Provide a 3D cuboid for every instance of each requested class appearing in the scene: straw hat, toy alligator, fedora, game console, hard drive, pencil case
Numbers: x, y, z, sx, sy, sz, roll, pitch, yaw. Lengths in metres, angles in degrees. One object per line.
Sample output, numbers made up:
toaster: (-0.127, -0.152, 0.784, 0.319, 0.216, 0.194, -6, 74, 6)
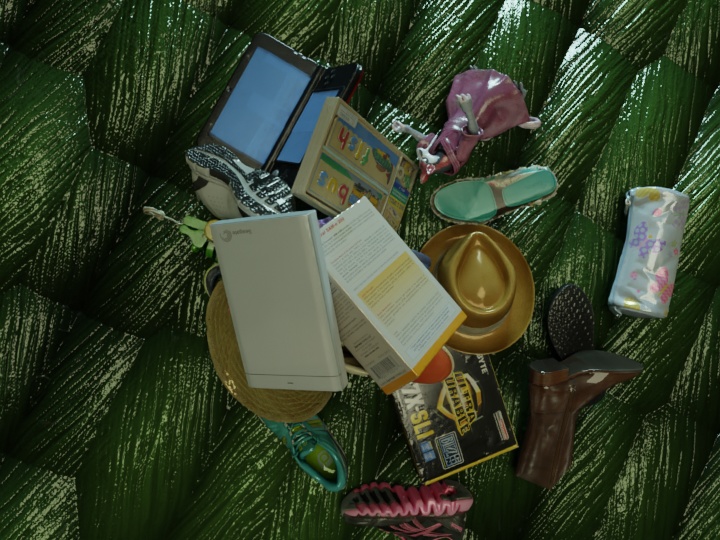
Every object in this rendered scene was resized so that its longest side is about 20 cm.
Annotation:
straw hat: (-0.099, 0.084, 0.697, 0.198, 0.085, 0.205, 8, 110, 21)
toy alligator: (-0.211, -0.042, 0.763, 0.197, 0.059, 0.055, 12, 83, -7)
fedora: (0.166, 0.014, 0.772, 0.197, 0.082, 0.204, 0, 70, 0)
game console: (-0.116, -0.224, 0.752, 0.118, 0.172, 0.202, 30, 87, -32)
hard drive: (-0.092, 0.039, 0.615, 0.130, 0.027, 0.203, -3, 106, 25)
pencil case: (0.441, -0.026, 0.833, 0.089, 0.083, 0.204, 10, 89, -13)

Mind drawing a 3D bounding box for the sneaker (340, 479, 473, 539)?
sneaker: (0.068, 0.369, 0.798, 0.196, 0.079, 0.097, 2, 101, -6)

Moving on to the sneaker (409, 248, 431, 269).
sneaker: (0.000, 0.000, 0.757, 0.196, 0.074, 0.084, 2, 85, 0)

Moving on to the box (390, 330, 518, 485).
box: (0.130, 0.193, 0.813, 0.157, 0.049, 0.203, -18, 92, -5)

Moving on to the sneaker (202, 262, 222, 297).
sneaker: (-0.152, 0.073, 0.761, 0.074, 0.081, 0.200, -44, 95, -5)

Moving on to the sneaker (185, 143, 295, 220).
sneaker: (-0.156, -0.095, 0.719, 0.073, 0.081, 0.199, -28, 51, -36)

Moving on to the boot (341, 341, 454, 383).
boot: (0.041, 0.118, 0.720, 0.197, 0.107, 0.076, 18, 100, -10)

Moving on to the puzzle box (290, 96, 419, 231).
puzzle box: (0.000, -0.125, 0.743, 0.199, 0.025, 0.135, 26, 83, -48)

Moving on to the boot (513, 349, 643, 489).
boot: (0.324, 0.227, 0.814, 0.183, 0.064, 0.204, -3, 107, -7)

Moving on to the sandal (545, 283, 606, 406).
sandal: (0.326, 0.115, 0.842, 0.074, 0.048, 0.203, -19, 105, -5)

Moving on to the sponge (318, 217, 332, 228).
sponge: (-0.043, 0.026, 0.800, 0.110, 0.030, 0.203, -14, 91, -8)

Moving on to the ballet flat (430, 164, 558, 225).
ballet flat: (0.197, -0.108, 0.813, 0.196, 0.064, 0.077, -10, 90, -5)

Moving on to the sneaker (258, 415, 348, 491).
sneaker: (-0.083, 0.229, 0.770, 0.077, 0.080, 0.200, -42, 94, -5)

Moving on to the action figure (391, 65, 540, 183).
action figure: (0.146, -0.199, 0.794, 0.149, 0.133, 0.201, 43, 75, -32)

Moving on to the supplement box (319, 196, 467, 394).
supplement box: (0.018, 0.027, 0.656, 0.201, 0.073, 0.126, 50, 49, 2)
